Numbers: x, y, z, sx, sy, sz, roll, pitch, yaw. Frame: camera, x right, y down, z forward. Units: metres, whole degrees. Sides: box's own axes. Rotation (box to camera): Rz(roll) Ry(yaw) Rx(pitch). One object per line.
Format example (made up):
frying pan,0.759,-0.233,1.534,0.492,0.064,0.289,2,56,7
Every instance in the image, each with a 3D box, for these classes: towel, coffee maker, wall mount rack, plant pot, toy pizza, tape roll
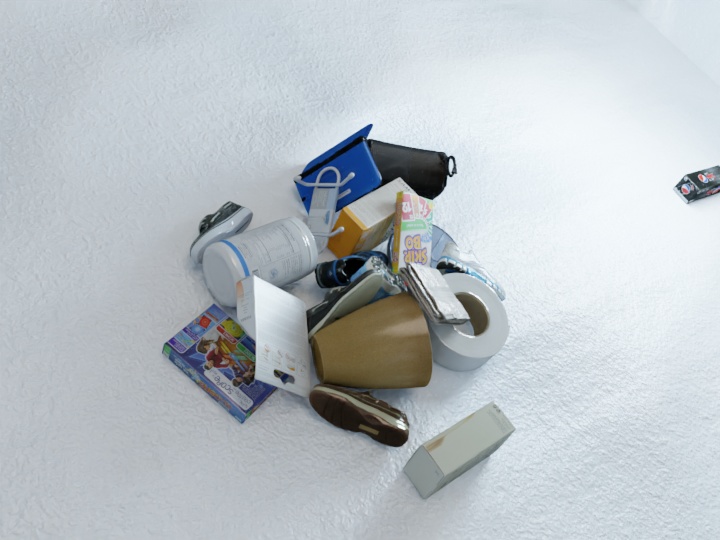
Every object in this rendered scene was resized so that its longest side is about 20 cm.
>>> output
towel,0.150,0.047,1.475,0.133,0.034,0.200,59,18,16
coffee maker,0.098,-0.246,1.771,0.198,0.192,0.136,6,64,-18
wall mount rack,-0.077,-0.136,1.594,0.074,0.172,0.202,22,75,-53
plant pot,0.013,0.150,1.427,0.198,0.187,0.188,-11,56,-16
toy pizza,0.146,-0.021,1.700,0.198,0.032,0.202,11,61,-20
tape roll,0.214,0.109,1.595,0.200,0.071,0.204,11,56,-17

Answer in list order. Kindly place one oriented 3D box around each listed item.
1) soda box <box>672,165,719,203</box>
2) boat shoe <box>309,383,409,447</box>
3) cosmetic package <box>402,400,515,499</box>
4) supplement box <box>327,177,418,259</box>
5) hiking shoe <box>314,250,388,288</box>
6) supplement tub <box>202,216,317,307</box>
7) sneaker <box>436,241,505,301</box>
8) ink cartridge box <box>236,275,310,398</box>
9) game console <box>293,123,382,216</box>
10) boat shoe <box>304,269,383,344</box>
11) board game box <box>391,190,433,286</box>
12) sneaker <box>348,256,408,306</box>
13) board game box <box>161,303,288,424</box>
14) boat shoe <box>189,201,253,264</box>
soda box,1.062,-0.269,2.323,0.199,0.064,0.071,-15,59,-34
boat shoe,-0.001,0.257,1.396,0.201,0.075,0.075,30,35,-10
cosmetic package,0.184,0.331,1.391,0.199,0.106,0.071,-20,61,-38
supplement box,0.028,-0.110,1.670,0.074,0.126,0.199,45,49,15
hiking shoe,0.000,0.000,1.571,0.199,0.086,0.075,-17,96,-44
supplement tub,-0.198,-0.018,1.485,0.199,0.132,0.132,-24,65,-38
sneaker,0.257,0.001,1.682,0.199,0.075,0.087,35,52,-27
ink cartridge box,-0.158,0.128,1.379,0.162,0.050,0.202,32,46,-49
game console,-0.040,-0.223,1.707,0.118,0.199,0.172,-3,67,-63
boat shoe,-0.042,0.058,1.459,0.072,0.200,0.068,24,30,-53
board game box,0.114,-0.065,1.630,0.095,0.030,0.202,14,77,-37
sneaker,0.042,0.046,1.546,0.200,0.089,0.079,44,22,-44
board game box,-0.244,0.167,1.374,0.200,0.035,0.135,39,48,10
boat shoe,-0.300,-0.079,1.542,0.070,0.073,0.200,27,35,11
